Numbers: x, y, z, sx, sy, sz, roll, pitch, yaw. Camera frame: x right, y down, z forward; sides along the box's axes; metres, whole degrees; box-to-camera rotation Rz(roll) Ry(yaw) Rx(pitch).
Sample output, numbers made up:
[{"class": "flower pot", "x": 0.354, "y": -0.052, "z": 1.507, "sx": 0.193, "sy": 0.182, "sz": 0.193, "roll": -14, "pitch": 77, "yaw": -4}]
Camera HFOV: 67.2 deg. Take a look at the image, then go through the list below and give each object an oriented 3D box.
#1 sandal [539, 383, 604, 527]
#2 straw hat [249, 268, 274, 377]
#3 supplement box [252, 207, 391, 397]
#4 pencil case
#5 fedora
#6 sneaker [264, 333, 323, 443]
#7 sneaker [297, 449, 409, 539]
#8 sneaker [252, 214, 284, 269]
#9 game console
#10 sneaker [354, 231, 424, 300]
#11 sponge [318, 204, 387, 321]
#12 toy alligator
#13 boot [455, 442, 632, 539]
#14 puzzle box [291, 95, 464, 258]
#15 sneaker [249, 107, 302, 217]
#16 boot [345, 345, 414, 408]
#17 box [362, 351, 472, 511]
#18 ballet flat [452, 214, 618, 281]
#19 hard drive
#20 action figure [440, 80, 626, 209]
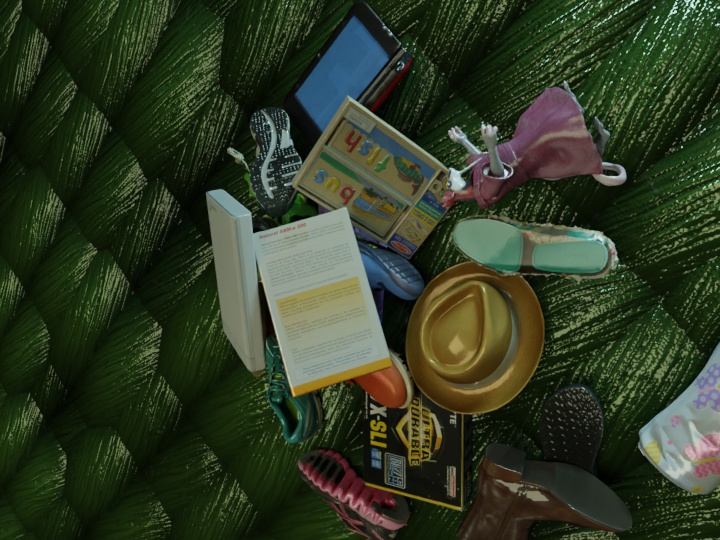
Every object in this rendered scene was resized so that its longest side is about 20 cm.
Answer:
[{"class": "sandal", "x": 0.270, "y": 0.229, "z": 0.689, "sx": 0.074, "sy": 0.048, "sz": 0.204, "roll": 4, "pitch": 111, "yaw": 30}, {"class": "straw hat", "x": -0.132, "y": 0.043, "z": 0.780, "sx": 0.201, "sy": 0.084, "sz": 0.204, "roll": 36, "pitch": 133, "yaw": 53}, {"class": "supplement box", "x": -0.050, "y": 0.040, "z": 0.671, "sx": 0.124, "sy": 0.074, "sz": 0.203, "roll": -15, "pitch": 81, "yaw": -6}, {"class": "pencil case", "x": 0.392, "y": 0.144, "z": 0.584, "sx": 0.090, "sy": 0.083, "sz": 0.202, "roll": 31, "pitch": 111, "yaw": 15}, {"class": "fedora", "x": 0.133, "y": 0.077, "z": 0.687, "sx": 0.198, "sy": 0.082, "sz": 0.204, "roll": -8, "pitch": 72, "yaw": 25}, {"class": "sneaker", "x": -0.117, "y": 0.177, "z": 0.870, "sx": 0.077, "sy": 0.079, "sz": 0.203, "roll": -23, "pitch": 85, "yaw": 29}, {"class": "sneaker", "x": -0.022, "y": 0.364, "z": 0.853, "sx": 0.198, "sy": 0.079, "sz": 0.097, "roll": 26, "pitch": 120, "yaw": 25}, {"class": "sneaker", "x": -0.135, "y": 0.007, "z": 0.856, "sx": 0.073, "sy": 0.081, "sz": 0.203, "roll": -25, "pitch": 84, "yaw": 29}, {"class": "game console", "x": -0.034, "y": -0.252, "z": 0.751, "sx": 0.118, "sy": 0.173, "sz": 0.200, "roll": 39, "pitch": 116, "yaw": -11}, {"class": "sneaker", "x": 0.000, "y": 0.000, "z": 0.756, "sx": 0.198, "sy": 0.074, "sz": 0.083, "roll": 29, "pitch": 105, "yaw": 30}, {"class": "sponge", "x": -0.017, "y": 0.004, "z": 0.820, "sx": 0.110, "sy": 0.030, "sz": 0.204, "roll": 8, "pitch": 100, "yaw": 26}, {"class": "toy alligator", "x": -0.150, "y": -0.122, "z": 0.857, "sx": 0.199, "sy": 0.059, "sz": 0.055, "roll": 36, "pitch": 107, "yaw": 20}, {"class": "boot", "x": 0.223, "y": 0.333, "z": 0.697, "sx": 0.184, "sy": 0.064, "sz": 0.203, "roll": 21, "pitch": 122, "yaw": 25}, {"class": "puzzle box", "x": 0.026, "y": -0.114, "z": 0.710, "sx": 0.198, "sy": 0.026, "sz": 0.134, "roll": 29, "pitch": 113, "yaw": -22}, {"class": "sneaker", "x": -0.117, "y": -0.146, "z": 0.779, "sx": 0.072, "sy": 0.081, "sz": 0.202, "roll": -7, "pitch": 51, "yaw": -1}, {"class": "boot", "x": -0.020, "y": 0.128, "z": 0.736, "sx": 0.199, "sy": 0.107, "sz": 0.076, "roll": 40, "pitch": 125, "yaw": 14}, {"class": "box", "x": 0.081, "y": 0.225, "z": 0.786, "sx": 0.157, "sy": 0.049, "sz": 0.204, "roll": 4, "pitch": 99, "yaw": 30}, {"class": "ballet flat", "x": 0.213, "y": -0.026, "z": 0.671, "sx": 0.197, "sy": 0.064, "sz": 0.077, "roll": 15, "pitch": 102, "yaw": 29}, {"class": "hard drive", "x": -0.161, "y": 0.010, "z": 0.697, "sx": 0.132, "sy": 0.026, "sz": 0.203, "roll": 35, "pitch": 131, "yaw": 55}, {"class": "action figure", "x": 0.186, "y": -0.128, "z": 0.657, "sx": 0.199, "sy": 0.134, "sz": 0.149, "roll": -35, "pitch": 107, "yaw": 19}]
